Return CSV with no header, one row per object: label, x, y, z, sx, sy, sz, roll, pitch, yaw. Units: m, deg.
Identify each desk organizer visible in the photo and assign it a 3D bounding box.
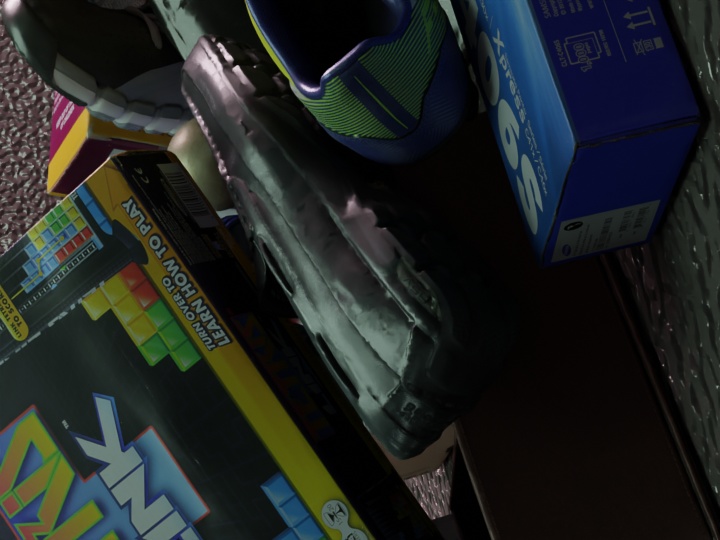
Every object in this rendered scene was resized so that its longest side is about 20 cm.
desk organizer,0.061,0.038,0.755,0.072,0.076,0.201,90,165,-58

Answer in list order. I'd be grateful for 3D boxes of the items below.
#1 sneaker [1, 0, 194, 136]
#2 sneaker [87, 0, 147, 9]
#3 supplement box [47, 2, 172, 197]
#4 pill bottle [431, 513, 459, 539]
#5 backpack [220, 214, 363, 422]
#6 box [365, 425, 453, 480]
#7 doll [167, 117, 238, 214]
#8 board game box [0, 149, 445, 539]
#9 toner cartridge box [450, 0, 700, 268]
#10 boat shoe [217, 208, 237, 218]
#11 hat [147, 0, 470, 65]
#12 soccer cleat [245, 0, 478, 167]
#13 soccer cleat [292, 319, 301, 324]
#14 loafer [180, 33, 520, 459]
sneaker,-0.060,-0.115,0.918,0.199,0.116,0.075,21,-152,-45
sneaker,-0.123,-0.158,0.938,0.078,0.086,0.200,62,-176,13
supplement box,-0.094,-0.139,1.117,0.103,0.130,0.202,141,133,-63
pill bottle,0.067,0.212,0.867,0.114,0.113,0.201,93,161,-64
backpack,-0.076,0.074,0.883,0.183,0.146,0.202,-28,-61,-75
box,0.016,0.068,1.151,0.200,0.068,0.083,110,146,-75
doll,0.000,0.000,0.853,0.200,0.048,0.137,40,-171,-25
board game box,-0.083,0.084,0.756,0.201,0.165,0.057,54,-161,8
toner cartridge box,0.055,-0.112,0.676,0.095,0.043,0.201,98,157,-67
boat shoe,-0.077,-0.007,1.062,0.074,0.199,0.067,52,-140,-49
hat,-0.008,-0.154,0.844,0.081,0.199,0.202,-14,-90,-58
soccer cleat,-0.022,-0.121,0.734,0.084,0.065,0.201,35,-159,-51
soccer cleat,-0.042,-0.005,1.185,0.077,0.066,0.201,-50,15,37
loafer,-0.018,-0.015,0.729,0.071,0.068,0.201,-57,46,21
